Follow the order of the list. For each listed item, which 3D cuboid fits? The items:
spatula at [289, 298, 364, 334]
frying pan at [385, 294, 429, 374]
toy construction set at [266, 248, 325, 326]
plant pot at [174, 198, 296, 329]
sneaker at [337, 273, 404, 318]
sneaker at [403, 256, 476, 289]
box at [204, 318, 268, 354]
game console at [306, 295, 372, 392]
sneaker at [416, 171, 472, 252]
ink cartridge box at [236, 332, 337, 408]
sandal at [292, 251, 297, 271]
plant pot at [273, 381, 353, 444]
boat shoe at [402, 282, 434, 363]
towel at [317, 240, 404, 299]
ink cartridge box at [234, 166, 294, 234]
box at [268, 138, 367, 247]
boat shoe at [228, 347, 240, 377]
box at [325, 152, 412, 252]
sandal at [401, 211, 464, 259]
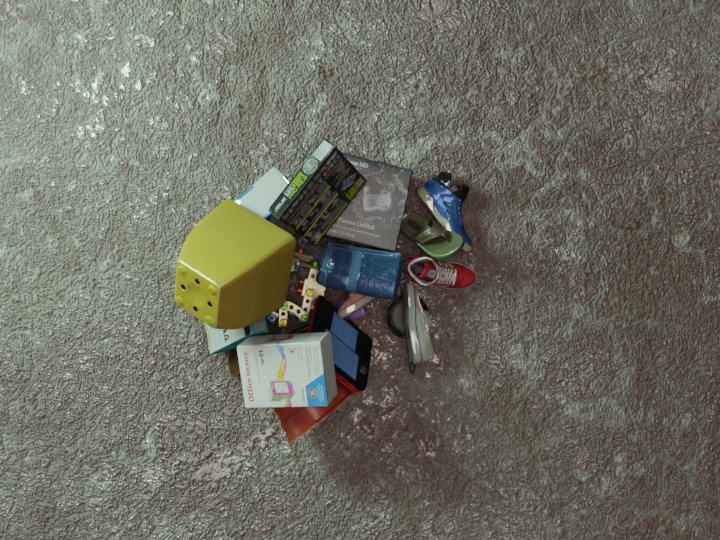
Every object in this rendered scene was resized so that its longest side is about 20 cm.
[{"bbox_3d":[-0.088,0.125,1.665,0.197,0.021,0.057,-23,95,-1],"label":"spatula"},{"bbox_3d":[0.135,0.149,1.672,0.113,0.031,0.192,-27,97,-1],"label":"frying pan"},{"bbox_3d":[-0.148,0.045,1.627,0.129,0.092,0.204,13,103,-9],"label":"toy construction set"},{"bbox_3d":[-0.280,0.005,1.386,0.194,0.200,0.197,30,129,18],"label":"plant pot"},{"bbox_3d":[0.005,0.029,1.628,0.199,0.075,0.105,-35,86,-18],"label":"sneaker"},{"bbox_3d":[0.197,0.008,1.629,0.196,0.112,0.073,9,93,-3],"label":"sneaker"},{"bbox_3d":[-0.298,0.133,1.570,0.049,0.199,0.084,-2,73,-42],"label":"box"},{"bbox_3d":[-0.048,0.176,1.578,0.031,0.179,0.200,-27,122,34],"label":"game console"},{"bbox_3d":[0.240,-0.152,1.642,0.111,0.077,0.201,-38,87,9],"label":"sneaker"},{"bbox_3d":[-0.161,0.219,1.453,0.196,0.085,0.148,-4,99,15],"label":"ink cartridge box"},{"bbox_3d":[-0.245,-0.001,1.628,0.208,0.070,0.079,-18,93,-2],"label":"sandal"},{"bbox_3d":[-0.149,0.273,1.593,0.200,0.201,0.196,-37,85,-1],"label":"plant pot"},{"bbox_3d":[0.146,0.127,1.626,0.064,0.072,0.204,-9,94,-8],"label":"boat shoe"},{"bbox_3d":[0.000,0.000,1.573,0.196,0.049,0.114,11,72,9],"label":"towel"},{"bbox_3d":[-0.207,-0.136,1.554,0.146,0.200,0.086,-40,79,-1],"label":"ink cartridge box"},{"bbox_3d":[-0.092,-0.168,1.474,0.044,0.160,0.201,39,91,34],"label":"box"},{"bbox_3d":[-0.271,0.170,1.628,0.070,0.070,0.203,34,114,38],"label":"boat shoe"},{"bbox_3d":[0.009,-0.163,1.612,0.193,0.117,0.204,12,91,-3],"label":"box"},{"bbox_3d":[0.162,-0.090,1.597,0.200,0.058,0.080,32,75,37],"label":"sandal"}]
